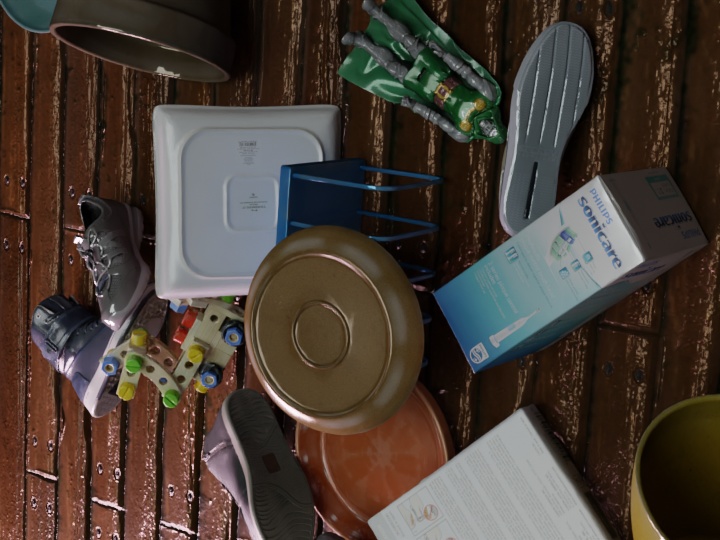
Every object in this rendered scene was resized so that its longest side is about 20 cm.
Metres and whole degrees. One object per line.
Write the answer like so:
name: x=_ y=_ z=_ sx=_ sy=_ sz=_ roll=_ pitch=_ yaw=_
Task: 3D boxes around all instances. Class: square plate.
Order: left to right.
square plate: x=-0.115 y=-0.071 z=1.416 sx=0.028 sy=0.197 sz=0.201 roll=-147 pitch=56 yaw=-77

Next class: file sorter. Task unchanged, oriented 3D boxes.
file sorter: x=0.000 y=0.000 z=1.356 sx=0.121 sy=0.138 sz=0.203 roll=12 pitch=103 yaw=31

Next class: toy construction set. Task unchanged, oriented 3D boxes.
toy construction set: x=-0.199 y=0.070 z=1.514 sx=0.130 sy=0.093 sz=0.201 roll=28 pitch=127 yaw=-10

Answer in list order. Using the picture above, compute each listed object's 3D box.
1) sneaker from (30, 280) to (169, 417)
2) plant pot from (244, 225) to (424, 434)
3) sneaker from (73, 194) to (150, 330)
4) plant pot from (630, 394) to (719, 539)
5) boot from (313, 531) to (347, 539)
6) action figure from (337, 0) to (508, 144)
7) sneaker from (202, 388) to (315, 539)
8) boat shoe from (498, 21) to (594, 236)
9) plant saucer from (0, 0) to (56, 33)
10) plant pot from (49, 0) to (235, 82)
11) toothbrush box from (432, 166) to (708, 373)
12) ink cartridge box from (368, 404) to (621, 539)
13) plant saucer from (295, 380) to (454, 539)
sneaker: x=-0.319 y=0.057 z=1.636 sx=0.146 sy=0.077 sz=0.203 roll=46 pitch=121 yaw=20
plant pot: x=-0.033 y=0.059 z=1.292 sx=0.198 sy=0.027 sz=0.203 roll=5 pitch=100 yaw=30
sneaker: x=-0.292 y=-0.010 z=1.548 sx=0.075 sy=0.081 sz=0.201 roll=-50 pitch=33 yaw=24
plant pot: x=0.310 y=0.227 z=1.142 sx=0.199 sy=0.199 sz=0.143 roll=38 pitch=142 yaw=26
boot: x=0.056 y=0.298 z=1.379 sx=0.199 sy=0.070 sz=0.132 roll=34 pitch=116 yaw=-3
action figure: x=0.070 y=-0.188 z=1.334 sx=0.200 sy=0.054 sz=0.119 roll=41 pitch=115 yaw=21
sneaker: x=-0.112 y=0.240 z=1.497 sx=0.106 sy=0.074 sz=0.202 roll=-53 pitch=50 yaw=52
boat shoe: x=0.161 y=-0.131 z=1.263 sx=0.062 sy=0.071 sz=0.203 roll=-144 pitch=68 yaw=-76
plant saucer: x=-0.373 y=-0.389 z=1.645 sx=0.198 sy=0.036 sz=0.203 roll=5 pitch=99 yaw=35
plant pot: x=-0.215 y=-0.313 z=1.460 sx=0.198 sy=0.199 sz=0.176 roll=12 pitch=87 yaw=34
toothbrush box: x=0.187 y=-0.002 z=1.211 sx=0.199 sy=0.146 sz=0.086 roll=-36 pitch=75 yaw=35
ink cartridge box: x=0.129 y=0.252 z=1.319 sx=0.199 sy=0.057 sz=0.164 roll=-39 pitch=74 yaw=21
plant saucer: x=0.017 y=0.192 z=1.433 sx=0.198 sy=0.032 sz=0.204 roll=6 pitch=101 yaw=36
